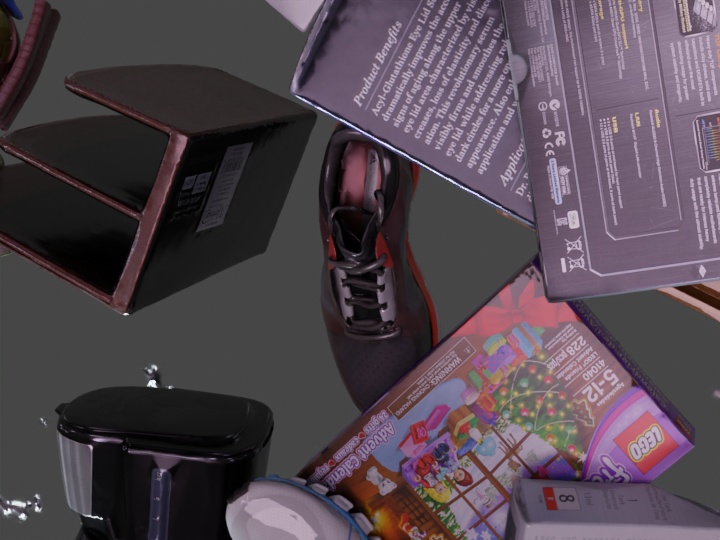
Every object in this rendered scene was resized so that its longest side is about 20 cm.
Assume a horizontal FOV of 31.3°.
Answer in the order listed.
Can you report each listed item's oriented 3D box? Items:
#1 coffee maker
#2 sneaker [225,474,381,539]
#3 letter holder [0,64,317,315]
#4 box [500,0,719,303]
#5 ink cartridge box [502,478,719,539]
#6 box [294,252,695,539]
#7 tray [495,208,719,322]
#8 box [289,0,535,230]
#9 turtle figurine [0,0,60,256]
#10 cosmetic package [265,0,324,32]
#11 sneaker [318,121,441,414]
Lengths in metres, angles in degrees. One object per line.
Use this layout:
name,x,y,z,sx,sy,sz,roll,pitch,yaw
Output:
coffee maker,-0.107,0.186,0.836,0.189,0.135,0.203,2,104,-19
sneaker,-0.009,0.205,0.727,0.075,0.087,0.200,-41,90,20
letter holder,-0.133,-0.069,0.745,0.141,0.200,0.102,26,106,11
box,0.141,-0.097,0.531,0.156,0.048,0.203,-9,92,20
ink cartridge box,0.174,0.198,0.729,0.197,0.050,0.164,2,115,-7
box,0.076,0.107,0.752,0.200,0.039,0.137,-44,87,18
tray,0.189,-0.037,0.740,0.198,0.037,0.100,27,106,10
box,0.080,-0.086,0.655,0.198,0.148,0.105,29,96,6
turtle figurine,-0.290,-0.101,0.822,0.143,0.198,0.197,5,109,51
cosmetic package,-0.057,-0.265,0.765,0.200,0.052,0.151,41,111,6
sneaker,0.000,0.000,0.779,0.076,0.082,0.203,-4,99,17
